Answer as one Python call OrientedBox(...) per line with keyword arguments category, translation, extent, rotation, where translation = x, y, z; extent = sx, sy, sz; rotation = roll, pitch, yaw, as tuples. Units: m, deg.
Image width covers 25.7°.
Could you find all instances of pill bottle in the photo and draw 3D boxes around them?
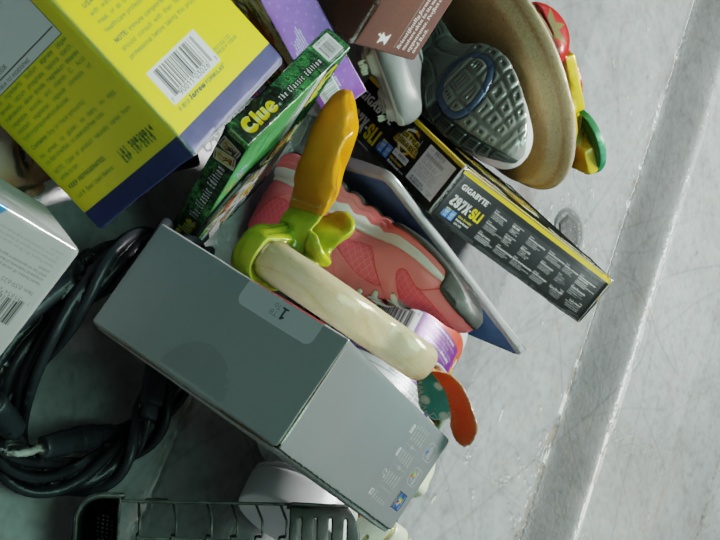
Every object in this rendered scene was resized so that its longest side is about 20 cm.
OrientedBox(category="pill bottle", translation=(-0.008, 0.103, 1.156), extent=(0.111, 0.111, 0.200), rotation=(49, 56, -33))

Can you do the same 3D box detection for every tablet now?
OrientedBox(category="tablet", translation=(0.040, -0.016, 1.201), extent=(0.014, 0.130, 0.200), rotation=(-48, 123, -15))

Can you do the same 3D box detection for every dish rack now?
OrientedBox(category="dish rack", translation=(-0.092, 0.221, 1.037), extent=(0.200, 0.055, 0.154), rotation=(3, 90, -9))

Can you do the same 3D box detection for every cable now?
OrientedBox(category="cable", translation=(-0.157, 0.057, 1.013), extent=(0.200, 0.051, 0.163), rotation=(-43, 134, -30))

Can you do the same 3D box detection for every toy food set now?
OrientedBox(category="toy food set", translation=(0.119, -0.155, 1.249), extent=(0.049, 0.200, 0.198), rotation=(-24, 116, -18))

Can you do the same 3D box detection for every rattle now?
OrientedBox(category="rattle", translation=(0.025, 0.002, 1.048), extent=(0.200, 0.130, 0.143), rotation=(32, 72, 1))

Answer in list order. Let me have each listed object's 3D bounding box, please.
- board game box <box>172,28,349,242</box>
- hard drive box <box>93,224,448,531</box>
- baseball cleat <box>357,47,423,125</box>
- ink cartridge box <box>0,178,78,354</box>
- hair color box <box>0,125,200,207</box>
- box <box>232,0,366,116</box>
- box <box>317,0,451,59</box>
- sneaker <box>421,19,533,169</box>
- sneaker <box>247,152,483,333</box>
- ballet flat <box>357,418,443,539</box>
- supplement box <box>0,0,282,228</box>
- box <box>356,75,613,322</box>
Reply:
OrientedBox(category="board game box", translation=(-0.075, -0.074, 1.038), extent=(0.023, 0.200, 0.105), rotation=(44, 59, 2))
OrientedBox(category="hard drive box", translation=(-0.051, 0.073, 0.995), extent=(0.077, 0.156, 0.200), rotation=(-55, 152, -7))
OrientedBox(category="baseball cleat", translation=(0.037, -0.205, 1.183), extent=(0.070, 0.106, 0.200), rotation=(75, 0, -67))
OrientedBox(category="ink cartridge box", translation=(-0.268, 0.028, 0.882), extent=(0.116, 0.067, 0.200), rotation=(35, 96, -40))
OrientedBox(category="hair color box", translation=(-0.202, -0.092, 0.996), extent=(0.200, 0.061, 0.099), rotation=(-20, 103, -44))
OrientedBox(category="box", translation=(-0.085, -0.201, 1.067), extent=(0.039, 0.137, 0.200), rotation=(-38, 118, -16))
OrientedBox(category="box", translation=(-0.015, -0.245, 1.087), extent=(0.075, 0.200, 0.100), rotation=(8, 124, -49))
OrientedBox(category="sneaker", translation=(0.079, -0.136, 1.216), extent=(0.074, 0.200, 0.087), rotation=(-37, 135, 2))
OrientedBox(category="sneaker", translation=(0.000, 0.000, 1.129), extent=(0.087, 0.200, 0.074), rotation=(-53, 154, -1))
OrientedBox(category="ballet flat", translation=(0.014, 0.178, 1.208), extent=(0.074, 0.074, 0.200), rotation=(37, 64, -39))
OrientedBox(category="supplement box", translation=(-0.165, -0.146, 0.916), extent=(0.200, 0.109, 0.110), rotation=(48, 46, -12))
OrientedBox(category="box", translation=(0.089, -0.055, 1.234), extent=(0.200, 0.160, 0.049), rotation=(33, 99, -40))
